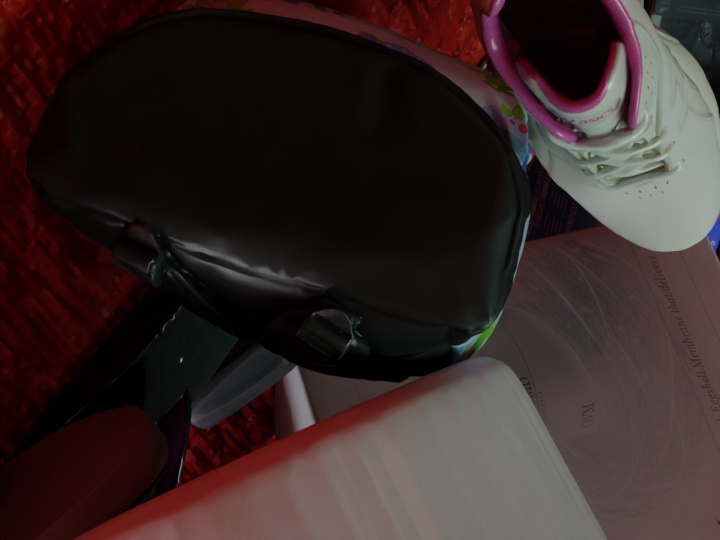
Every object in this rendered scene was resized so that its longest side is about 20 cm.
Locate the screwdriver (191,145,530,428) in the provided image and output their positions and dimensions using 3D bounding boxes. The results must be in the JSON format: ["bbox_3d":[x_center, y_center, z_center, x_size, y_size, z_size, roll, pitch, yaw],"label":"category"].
[{"bbox_3d":[0.000,0.000,0.903,0.200,0.028,0.029,-40,-164,16],"label":"screwdriver"}]

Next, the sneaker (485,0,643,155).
[{"bbox_3d":[0.066,-0.143,0.846,0.089,0.081,0.201,-87,168,-47],"label":"sneaker"}]

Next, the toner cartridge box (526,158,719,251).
[{"bbox_3d":[0.118,0.018,1.122,0.043,0.095,0.201,-34,149,-34],"label":"toner cartridge box"}]

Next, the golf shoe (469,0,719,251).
[{"bbox_3d":[0.082,-0.064,0.797,0.075,0.092,0.200,-20,131,18],"label":"golf shoe"}]

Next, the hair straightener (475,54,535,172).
[{"bbox_3d":[0.053,-0.034,0.995,0.077,0.041,0.201,-17,143,-52],"label":"hair straightener"}]

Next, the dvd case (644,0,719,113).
[{"bbox_3d":[0.197,-0.060,1.116,0.201,0.149,0.025,102,-6,-46],"label":"dvd case"}]

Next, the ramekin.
[{"bbox_3d":[-0.014,0.106,0.733,0.199,0.098,0.200,-24,175,-2],"label":"ramekin"}]

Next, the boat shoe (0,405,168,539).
[{"bbox_3d":[-0.138,0.136,0.819,0.200,0.072,0.068,-44,114,-3],"label":"boat shoe"}]

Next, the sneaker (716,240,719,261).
[{"bbox_3d":[0.209,0.003,1.113,0.084,0.075,0.201,1,140,-7],"label":"sneaker"}]

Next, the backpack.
[{"bbox_3d":[-0.009,-0.026,0.770,0.200,0.162,0.155,76,33,-69],"label":"backpack"}]

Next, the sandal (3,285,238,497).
[{"bbox_3d":[-0.093,0.070,0.875,0.201,0.048,0.075,-54,156,3],"label":"sandal"}]

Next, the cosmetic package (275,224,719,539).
[{"bbox_3d":[0.079,0.100,0.953,0.198,0.200,0.123,-13,144,-9],"label":"cosmetic package"}]
